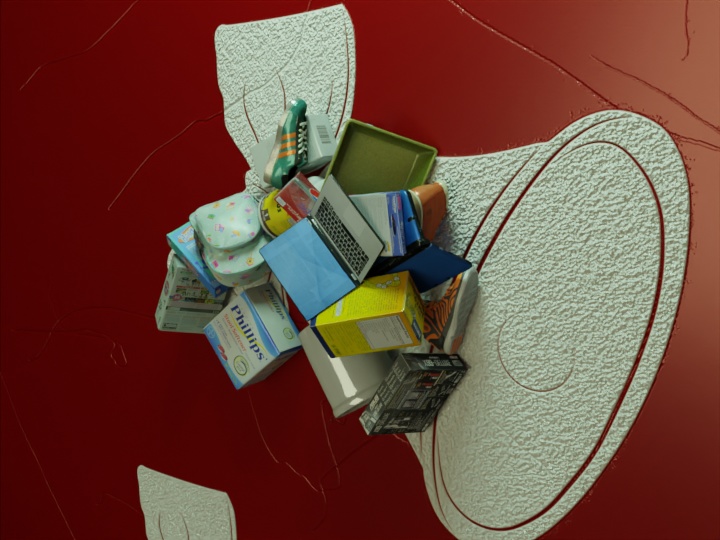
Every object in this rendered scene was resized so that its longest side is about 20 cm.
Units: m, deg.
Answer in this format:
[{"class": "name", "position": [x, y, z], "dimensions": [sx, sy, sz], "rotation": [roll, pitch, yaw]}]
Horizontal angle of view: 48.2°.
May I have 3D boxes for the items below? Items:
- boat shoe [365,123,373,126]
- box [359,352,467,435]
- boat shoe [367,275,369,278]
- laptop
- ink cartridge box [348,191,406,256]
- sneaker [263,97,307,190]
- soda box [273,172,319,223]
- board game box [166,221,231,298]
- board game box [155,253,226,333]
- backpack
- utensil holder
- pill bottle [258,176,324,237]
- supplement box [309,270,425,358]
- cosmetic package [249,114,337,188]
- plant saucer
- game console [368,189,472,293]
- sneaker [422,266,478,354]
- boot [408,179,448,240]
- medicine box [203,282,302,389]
[{"class": "boat shoe", "position": [-0.003, -0.215, 1.725], "dimensions": [0.071, 0.070, 0.202], "rotation": [23, 115, 51]}, {"class": "box", "position": [0.109, 0.259, 1.677], "dimensions": [0.200, 0.157, 0.050], "rotation": [-62, 41, 30]}, {"class": "boat shoe", "position": [0.000, 0.000, 1.756], "dimensions": [0.200, 0.074, 0.063], "rotation": [24, 101, 38]}, {"class": "laptop", "position": [-0.079, -0.044, 1.567], "dimensions": [0.188, 0.116, 0.200], "rotation": [53, 141, 19]}, {"class": "ink cartridge box", "position": [0.031, -0.089, 1.548], "dimensions": [0.200, 0.042, 0.120], "rotation": [5, 103, 60]}, {"class": "sneaker", "position": [-0.140, -0.266, 1.726], "dimensions": [0.080, 0.071, 0.201], "rotation": [24, 110, 12]}, {"class": "soda box", "position": [-0.085, -0.109, 1.692], "dimensions": [0.063, 0.070, 0.200], "rotation": [-41, 99, 21]}, {"class": "board game box", "position": [-0.355, -0.048, 1.973], "dimensions": [0.200, 0.152, 0.045], "rotation": [46, 154, 20]}, {"class": "board game box", "position": [-0.425, 0.062, 2.052], "dimensions": [0.201, 0.147, 0.064], "rotation": [-66, 33, 28]}, {"class": "backpack", "position": [-0.292, -0.070, 1.878], "dimensions": [0.153, 0.175, 0.201], "rotation": [106, 141, -69]}, {"class": "utensil holder", "position": [-0.025, 0.196, 1.765], "dimensions": [0.170, 0.170, 0.201], "rotation": [-37, 76, 37]}, {"class": "pill bottle", "position": [-0.128, -0.144, 1.802], "dimensions": [0.199, 0.109, 0.110], "rotation": [-15, 91, 38]}, {"class": "supplement box", "position": [0.016, 0.089, 1.604], "dimensions": [0.199, 0.110, 0.109], "rotation": [-10, 134, 20]}, {"class": "cosmetic package", "position": [-0.149, -0.267, 1.815], "dimensions": [0.199, 0.071, 0.102], "rotation": [-20, 87, 38]}, {"class": "plant saucer", "position": [0.028, -0.193, 1.648], "dimensions": [0.048, 0.199, 0.201], "rotation": [-109, 38, -64]}, {"class": "game console", "position": [0.102, -0.052, 1.593], "dimensions": [0.200, 0.118, 0.171], "rotation": [-32, 71, 55]}, {"class": "sneaker", "position": [0.166, 0.068, 1.644], "dimensions": [0.112, 0.077, 0.201], "rotation": [28, 116, 29]}, {"class": "boot", "position": [0.135, -0.093, 1.635], "dimensions": [0.075, 0.107, 0.200], "rotation": [43, 151, 33]}, {"class": "medicine box", "position": [-0.262, 0.162, 1.980], "dimensions": [0.200, 0.103, 0.183], "rotation": [-41, 75, 37]}]
